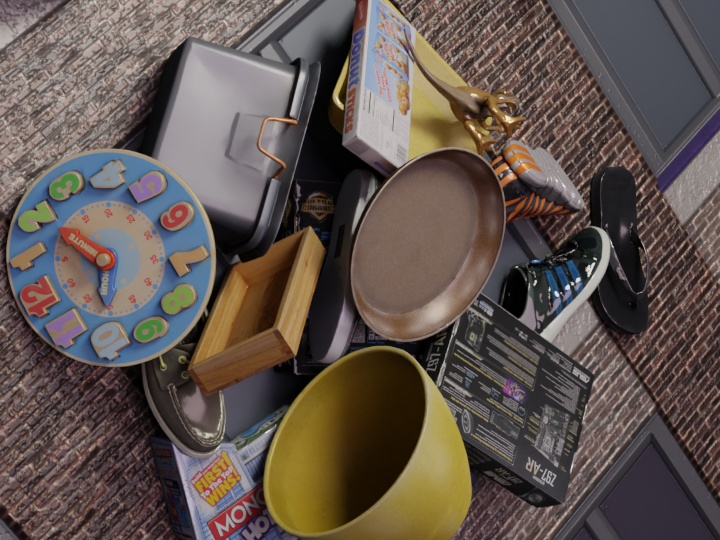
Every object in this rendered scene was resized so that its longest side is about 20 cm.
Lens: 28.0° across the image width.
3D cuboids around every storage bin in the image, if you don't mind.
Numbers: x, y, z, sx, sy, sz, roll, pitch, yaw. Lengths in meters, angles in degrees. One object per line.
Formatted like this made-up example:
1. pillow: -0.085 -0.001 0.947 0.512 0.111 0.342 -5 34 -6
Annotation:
1. storage bin: -0.135 -0.126 1.397 0.133 0.145 0.202 18 79 -19

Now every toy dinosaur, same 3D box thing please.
1. toy dinosaur: 0.112 -0.177 1.531 0.061 0.106 0.199 -49 149 17

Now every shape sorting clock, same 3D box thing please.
1. shape sorting clock: -0.231 -0.011 1.329 0.198 0.039 0.202 1 97 10

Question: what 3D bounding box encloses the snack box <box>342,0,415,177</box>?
1. snack box: 0.021 -0.187 1.442 0.072 0.024 0.201 33 45 -32

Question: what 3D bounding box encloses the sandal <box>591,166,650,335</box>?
1. sandal: 0.309 -0.022 1.707 0.075 0.043 0.202 -10 93 -31

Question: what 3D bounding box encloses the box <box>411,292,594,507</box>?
1. box: 0.151 0.134 1.525 0.199 0.043 0.161 34 58 -25

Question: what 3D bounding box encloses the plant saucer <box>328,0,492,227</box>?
1. plant saucer: 0.045 -0.162 1.516 0.200 0.048 0.201 44 40 -23

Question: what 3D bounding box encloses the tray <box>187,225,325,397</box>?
1. tray: -0.094 0.036 1.364 0.037 0.098 0.201 57 21 -22

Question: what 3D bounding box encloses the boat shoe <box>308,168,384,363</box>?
1. boat shoe: 0.000 0.000 1.456 0.066 0.070 0.202 18 72 -27

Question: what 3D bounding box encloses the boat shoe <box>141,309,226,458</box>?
1. boat shoe: -0.170 0.076 1.372 0.072 0.060 0.203 -10 75 -36

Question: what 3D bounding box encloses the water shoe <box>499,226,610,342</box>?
1. water shoe: 0.211 0.014 1.629 0.079 0.071 0.201 46 67 -24

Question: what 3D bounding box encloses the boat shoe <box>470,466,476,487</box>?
1. boat shoe: 0.045 0.171 1.496 0.199 0.075 0.093 24 37 -34

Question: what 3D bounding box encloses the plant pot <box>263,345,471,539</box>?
1. plant pot: 0.026 0.195 1.386 0.142 0.199 0.201 42 68 -35

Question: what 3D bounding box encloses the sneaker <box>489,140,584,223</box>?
1. sneaker: 0.171 -0.080 1.613 0.199 0.112 0.078 18 36 -57

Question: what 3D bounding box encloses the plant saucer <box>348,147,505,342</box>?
1. plant saucer: 0.061 -0.028 1.420 0.199 0.032 0.202 -19 121 -34

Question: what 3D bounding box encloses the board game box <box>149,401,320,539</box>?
1. board game box: -0.113 0.226 1.432 0.199 0.061 0.201 -33 106 -28

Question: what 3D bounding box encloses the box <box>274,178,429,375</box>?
1. box: 0.007 0.009 1.520 0.198 0.050 0.201 1 86 -31
